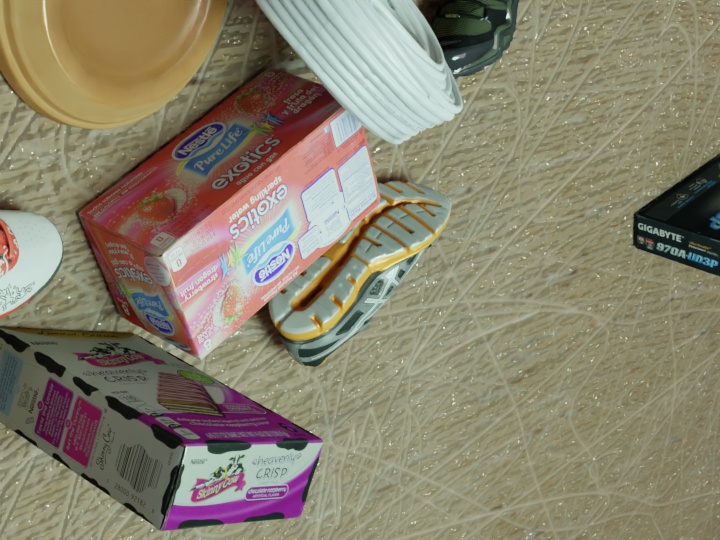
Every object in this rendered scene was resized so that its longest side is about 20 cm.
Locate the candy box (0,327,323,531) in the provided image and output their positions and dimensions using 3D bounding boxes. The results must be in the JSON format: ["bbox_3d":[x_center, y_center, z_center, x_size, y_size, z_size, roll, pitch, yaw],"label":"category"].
[{"bbox_3d":[-0.143,0.101,1.018,0.136,0.199,0.061,6,104,-52],"label":"candy box"}]

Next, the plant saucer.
[{"bbox_3d":[-0.154,-0.187,0.992,0.199,0.037,0.202,-25,126,-40],"label":"plant saucer"}]

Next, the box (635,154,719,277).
[{"bbox_3d":[0.417,-0.060,1.646,0.199,0.158,0.046,-31,129,-37],"label":"box"}]

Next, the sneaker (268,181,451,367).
[{"bbox_3d":[0.000,0.000,1.253,0.200,0.078,0.078,-40,149,-26],"label":"sneaker"}]

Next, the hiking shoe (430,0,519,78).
[{"bbox_3d":[0.094,-0.244,1.246,0.201,0.075,0.101,-56,134,-29],"label":"hiking shoe"}]

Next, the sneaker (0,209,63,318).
[{"bbox_3d":[-0.247,-0.012,0.906,0.201,0.068,0.108,-19,163,-41],"label":"sneaker"}]

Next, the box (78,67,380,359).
[{"bbox_3d":[-0.089,-0.045,1.095,0.200,0.094,0.103,-42,136,-28],"label":"box"}]

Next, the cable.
[{"bbox_3d":[-0.008,-0.178,1.050,0.069,0.201,0.200,-34,176,14],"label":"cable"}]
